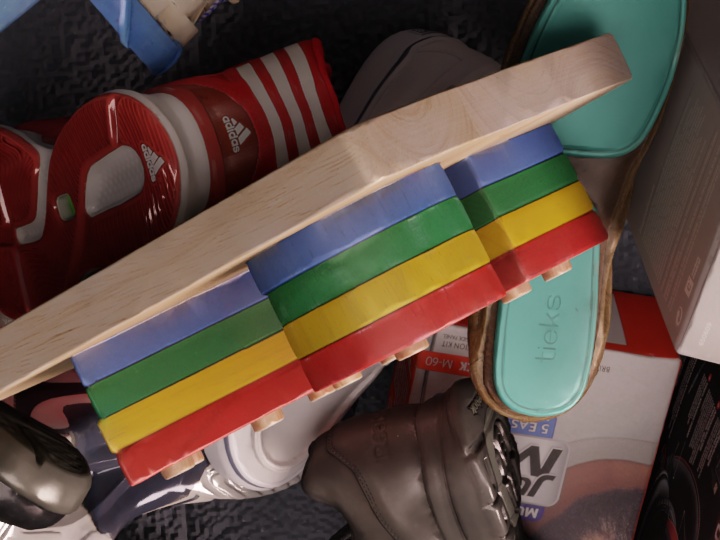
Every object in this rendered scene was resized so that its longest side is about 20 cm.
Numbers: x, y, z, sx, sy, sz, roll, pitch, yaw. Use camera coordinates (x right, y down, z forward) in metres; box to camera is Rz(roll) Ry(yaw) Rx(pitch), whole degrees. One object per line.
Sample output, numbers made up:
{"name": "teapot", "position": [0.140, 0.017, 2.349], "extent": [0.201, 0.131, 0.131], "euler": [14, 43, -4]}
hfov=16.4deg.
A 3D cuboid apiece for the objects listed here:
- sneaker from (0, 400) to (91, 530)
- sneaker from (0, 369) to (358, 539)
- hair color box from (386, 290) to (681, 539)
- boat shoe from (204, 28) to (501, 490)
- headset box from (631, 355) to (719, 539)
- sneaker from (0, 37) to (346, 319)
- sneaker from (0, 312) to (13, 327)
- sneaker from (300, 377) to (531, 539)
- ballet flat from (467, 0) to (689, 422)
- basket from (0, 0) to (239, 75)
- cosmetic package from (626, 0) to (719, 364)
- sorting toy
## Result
{"name": "sneaker", "position": [-0.176, 0.086, 0.926], "extent": [0.076, 0.199, 0.115], "euler": [36, 77, -39]}
{"name": "sneaker", "position": [-0.107, 0.064, 1.057], "extent": [0.199, 0.129, 0.080], "euler": [-31, 117, -29]}
{"name": "hair color box", "position": [0.060, 0.105, 1.082], "extent": [0.110, 0.064, 0.201], "euler": [8, 115, -6]}
{"name": "boat shoe", "position": [0.000, 0.000, 0.993], "extent": [0.073, 0.065, 0.201], "euler": [20, 94, -39]}
{"name": "headset box", "position": [0.160, 0.114, 1.012], "extent": [0.075, 0.200, 0.149], "euler": [11, 113, -6]}
{"name": "sneaker", "position": [-0.071, -0.034, 0.928], "extent": [0.115, 0.200, 0.079], "euler": [-16, 96, -31]}
{"name": "sneaker", "position": [-0.146, 0.003, 1.017], "extent": [0.199, 0.087, 0.074], "euler": [-16, 114, 7]}
{"name": "sneaker", "position": [0.034, 0.133, 1.023], "extent": [0.090, 0.076, 0.201], "euler": [-10, 118, 13]}
{"name": "ballet flat", "position": [0.076, -0.043, 0.951], "extent": [0.067, 0.072, 0.201], "euler": [6, 102, -11]}
{"name": "basket", "position": [-0.122, -0.128, 0.910], "extent": [0.200, 0.176, 0.139], "euler": [-35, 114, 3]}
{"name": "cosmetic package", "position": [0.161, -0.035, 0.945], "extent": [0.106, 0.200, 0.091], "euler": [12, 117, -11]}
{"name": "sorting toy", "position": [-0.015, 0.007, 0.851], "extent": [0.200, 0.199, 0.070], "euler": [-28, 88, 31]}
